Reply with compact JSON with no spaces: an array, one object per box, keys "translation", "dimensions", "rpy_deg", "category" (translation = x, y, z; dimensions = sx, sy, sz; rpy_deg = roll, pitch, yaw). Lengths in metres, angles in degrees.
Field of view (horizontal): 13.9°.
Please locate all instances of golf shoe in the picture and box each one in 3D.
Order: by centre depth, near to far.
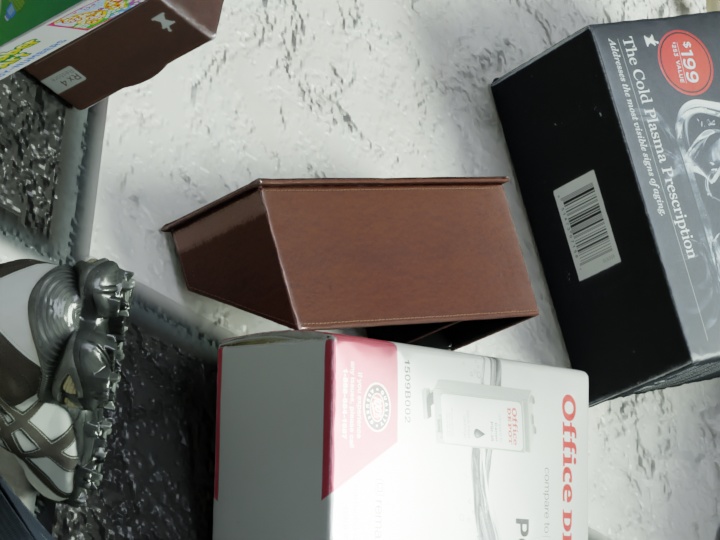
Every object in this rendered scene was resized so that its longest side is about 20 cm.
[{"translation":[-0.148,0.042,1.265],"dimensions":[0.094,0.200,0.078],"rpy_deg":[8,64,-3],"category":"golf shoe"}]

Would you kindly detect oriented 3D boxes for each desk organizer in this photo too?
[{"translation":[0.000,0.000,1.507],"dimensions":[0.199,0.072,0.077],"rpy_deg":[-2,73,-50],"category":"desk organizer"}]

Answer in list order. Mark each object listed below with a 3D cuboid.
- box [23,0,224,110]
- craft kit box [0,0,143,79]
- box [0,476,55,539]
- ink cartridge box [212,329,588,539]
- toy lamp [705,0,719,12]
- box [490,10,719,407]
[{"translation":[-0.110,-0.188,1.453],"dimensions":[0.075,0.100,0.201],"rpy_deg":[35,47,-33],"category":"box"},{"translation":[-0.185,-0.182,1.285],"dimensions":[0.048,0.197,0.201],"rpy_deg":[-10,79,-48],"category":"craft kit box"},{"translation":[-0.102,0.181,1.241],"dimensions":[0.051,0.158,0.200],"rpy_deg":[-41,108,-5],"category":"box"},{"translation":[0.023,0.112,1.451],"dimensions":[0.199,0.082,0.148],"rpy_deg":[9,79,-47],"category":"ink cartridge box"},{"translation":[0.242,-0.136,1.871],"dimensions":[0.058,0.058,0.201],"rpy_deg":[-22,88,-52],"category":"toy lamp"},{"translation":[0.198,-0.041,1.701],"dimensions":[0.181,0.104,0.201],"rpy_deg":[-10,79,-36],"category":"box"}]
